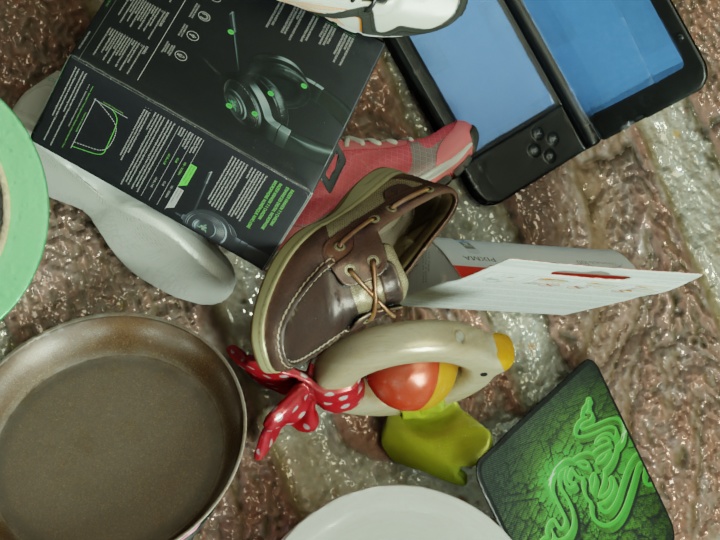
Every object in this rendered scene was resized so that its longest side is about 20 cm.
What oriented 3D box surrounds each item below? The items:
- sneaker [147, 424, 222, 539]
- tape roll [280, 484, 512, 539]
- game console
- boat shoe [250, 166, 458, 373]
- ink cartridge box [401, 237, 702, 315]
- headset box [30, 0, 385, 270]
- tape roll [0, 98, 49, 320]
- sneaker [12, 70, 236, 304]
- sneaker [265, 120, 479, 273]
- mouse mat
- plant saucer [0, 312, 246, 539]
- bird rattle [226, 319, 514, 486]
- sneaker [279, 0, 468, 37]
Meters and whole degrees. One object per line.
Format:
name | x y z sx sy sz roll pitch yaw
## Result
sneaker | -0.147 0.179 1.614 0.079 0.095 0.200 40 67 -16
tape roll | 0.024 0.252 1.652 0.202 0.071 0.203 1 70 -2
game console | 0.129 -0.179 1.800 0.176 0.116 0.200 -31 94 -27
boat shoe | 0.000 0.000 1.623 0.200 0.072 0.072 -45 133 -40
ink cartridge box | 0.127 -0.005 1.718 0.160 0.200 0.047 4 79 -25
headset box | -0.096 -0.121 1.645 0.200 0.093 0.174 29 45 -6
tape roll | -0.307 -0.039 1.579 0.200 0.048 0.201 1 86 -12
sneaker | -0.156 -0.063 1.674 0.200 0.075 0.089 41 55 -12
sneaker | 0.000 -0.071 1.740 0.200 0.074 0.087 -33 90 -23
mouse mat | 0.161 0.171 1.756 0.200 0.008 0.161 -37 103 -52
plant saucer | -0.172 0.119 1.596 0.200 0.032 0.201 -4 56 6
bird rattle | 0.016 0.070 1.684 0.200 0.163 0.113 18 54 -31
sneaker | -0.020 -0.200 1.623 0.199 0.080 0.074 12 102 -13
